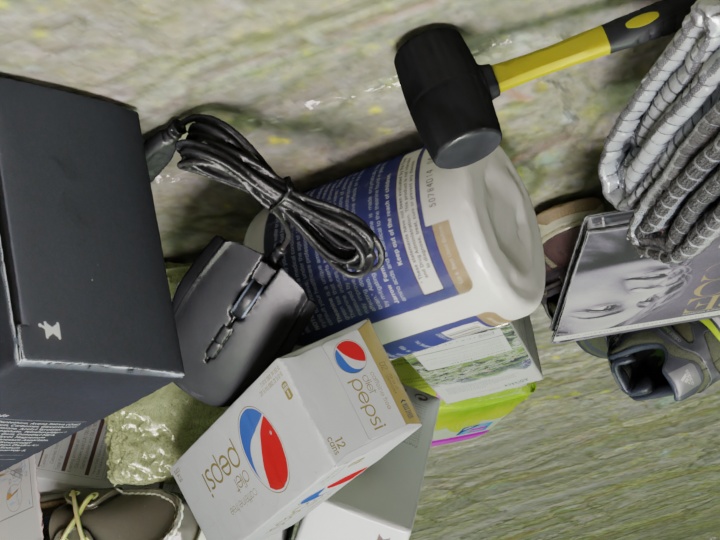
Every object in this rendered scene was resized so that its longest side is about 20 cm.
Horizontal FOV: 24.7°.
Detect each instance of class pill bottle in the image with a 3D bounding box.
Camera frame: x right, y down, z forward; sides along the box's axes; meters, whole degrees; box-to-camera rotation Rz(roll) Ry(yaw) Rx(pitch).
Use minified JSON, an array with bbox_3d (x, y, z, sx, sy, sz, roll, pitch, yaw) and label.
[{"bbox_3d":[0.000,0.000,0.970,0.198,0.112,0.111,-19,160,25],"label":"pill bottle"}]

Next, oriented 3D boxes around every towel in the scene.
[{"bbox_3d":[-0.073,0.062,1.066,0.198,0.150,0.036,-7,-179,-15],"label":"towel"},{"bbox_3d":[0.228,-0.089,0.848,0.164,0.086,0.200,-24,165,-18],"label":"towel"}]

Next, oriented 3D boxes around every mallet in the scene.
[{"bbox_3d":[0.118,-0.104,0.819,0.198,0.067,0.041,-13,160,2],"label":"mallet"}]

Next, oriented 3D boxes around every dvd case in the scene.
[{"bbox_3d":[0.203,-0.001,1.053,0.147,0.016,0.200,-9,159,-4],"label":"dvd case"}]

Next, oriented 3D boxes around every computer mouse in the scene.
[{"bbox_3d":[-0.088,0.006,0.900,0.140,0.046,0.200,38,137,-6],"label":"computer mouse"}]

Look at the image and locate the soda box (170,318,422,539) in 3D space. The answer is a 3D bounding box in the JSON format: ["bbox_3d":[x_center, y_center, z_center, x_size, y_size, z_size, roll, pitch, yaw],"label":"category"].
[{"bbox_3d":[-0.041,0.102,0.944,0.063,0.069,0.200,-22,167,-31],"label":"soda box"}]

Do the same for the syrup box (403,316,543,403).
[{"bbox_3d":[0.074,0.031,1.157,0.078,0.082,0.200,-14,164,9],"label":"syrup box"}]

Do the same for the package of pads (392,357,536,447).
[{"bbox_3d":[0.033,0.105,1.366,0.198,0.069,0.155,-7,161,-17],"label":"package of pads"}]

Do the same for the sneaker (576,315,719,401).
[{"bbox_3d":[0.209,0.053,1.231,0.081,0.074,0.200,-35,-167,-19],"label":"sneaker"}]

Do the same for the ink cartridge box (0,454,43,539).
[{"bbox_3d":[-0.225,0.096,0.968,0.160,0.202,0.050,-26,157,38],"label":"ink cartridge box"}]

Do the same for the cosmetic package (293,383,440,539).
[{"bbox_3d":[-0.001,0.162,1.154,0.071,0.102,0.200,20,-158,0],"label":"cosmetic package"}]

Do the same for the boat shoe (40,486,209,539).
[{"bbox_3d":[-0.182,0.176,1.062,0.200,0.073,0.060,-18,136,36],"label":"boat shoe"}]

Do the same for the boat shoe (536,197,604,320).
[{"bbox_3d":[0.153,0.009,1.169,0.071,0.066,0.200,-12,161,2],"label":"boat shoe"}]

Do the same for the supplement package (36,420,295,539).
[{"bbox_3d":[-0.142,0.140,1.152,0.198,0.110,0.114,9,142,4],"label":"supplement package"}]

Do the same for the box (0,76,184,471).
[{"bbox_3d":[-0.199,0.015,0.835,0.199,0.150,0.104,-26,157,37],"label":"box"}]
